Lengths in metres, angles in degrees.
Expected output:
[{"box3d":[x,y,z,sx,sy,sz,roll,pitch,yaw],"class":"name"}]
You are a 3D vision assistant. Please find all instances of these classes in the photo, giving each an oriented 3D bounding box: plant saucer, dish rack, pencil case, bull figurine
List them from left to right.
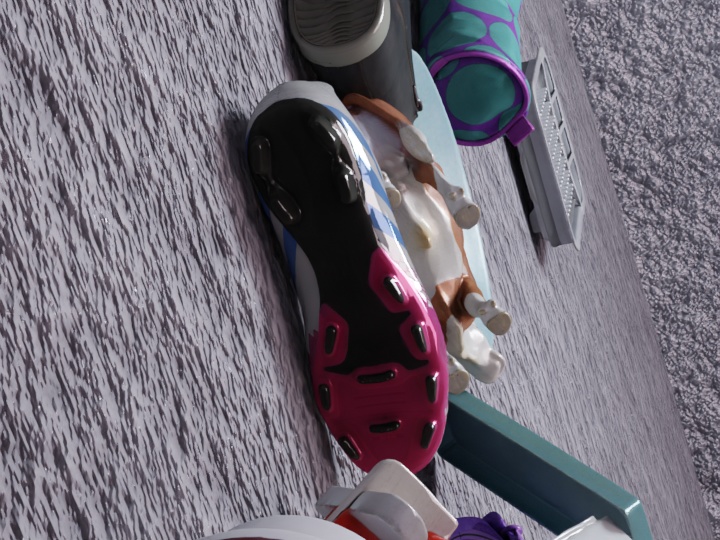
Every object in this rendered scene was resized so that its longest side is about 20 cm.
[{"box3d":[0.035,-0.003,1.245,0.201,0.065,0.121,64,-10,-25],"class":"bull figurine"},{"box3d":[0.040,-0.039,1.417,0.201,0.039,0.202,-14,90,-80],"class":"plant saucer"},{"box3d":[0.087,-0.175,1.693,0.092,0.085,0.200,40,27,-21],"class":"pencil case"},{"box3d":[0.099,0.116,1.271,0.200,0.019,0.070,30,-31,48],"class":"plant saucer"},{"box3d":[0.176,-0.116,2.168,0.200,0.043,0.172,-70,145,-71],"class":"dish rack"}]

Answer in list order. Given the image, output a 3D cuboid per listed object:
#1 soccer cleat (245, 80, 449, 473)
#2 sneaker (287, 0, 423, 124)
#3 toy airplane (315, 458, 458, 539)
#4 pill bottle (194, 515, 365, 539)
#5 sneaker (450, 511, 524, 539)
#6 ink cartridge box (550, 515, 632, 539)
[{"box3d":[0.000,0.000,1.089,0.086,0.070,0.201,-67,141,-71],"class":"soccer cleat"},{"box3d":[-0.003,-0.171,1.309,0.106,0.074,0.201,69,22,-53],"class":"sneaker"},{"box3d":[0.050,0.172,0.948,0.200,0.198,0.142,37,73,-60],"class":"toy airplane"},{"box3d":[-0.035,0.141,0.636,0.200,0.112,0.113,-56,131,-75],"class":"pill bottle"},{"box3d":[0.094,0.187,1.314,0.200,0.080,0.084,50,22,-64],"class":"sneaker"},{"box3d":[0.140,0.235,1.119,0.200,0.084,0.145,44,30,18],"class":"ink cartridge box"}]
